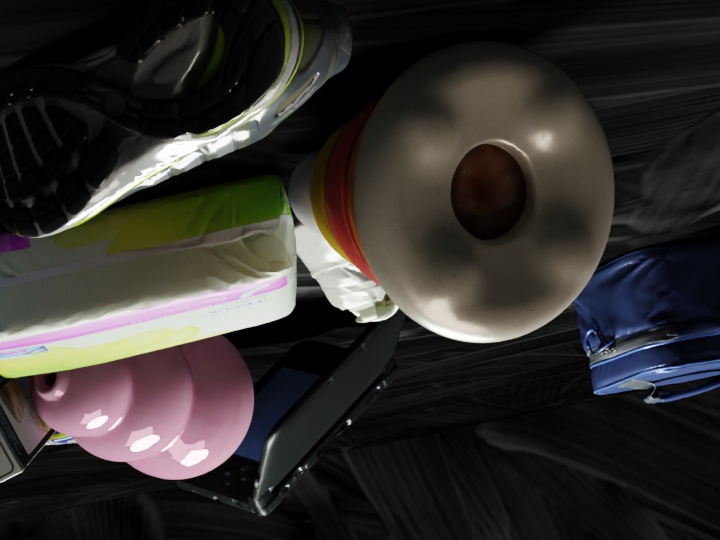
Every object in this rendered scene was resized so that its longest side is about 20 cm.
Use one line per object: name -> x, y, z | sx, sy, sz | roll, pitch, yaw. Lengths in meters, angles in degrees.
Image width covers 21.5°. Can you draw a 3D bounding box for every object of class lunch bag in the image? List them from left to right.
lunch bag -> 0.295, 0.051, 1.762 | 0.200, 0.132, 0.136 | -8, 169, -30

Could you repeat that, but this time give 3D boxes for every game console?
game console -> -0.061, 0.102, 1.642 | 0.176, 0.116, 0.200 | 12, -135, 40

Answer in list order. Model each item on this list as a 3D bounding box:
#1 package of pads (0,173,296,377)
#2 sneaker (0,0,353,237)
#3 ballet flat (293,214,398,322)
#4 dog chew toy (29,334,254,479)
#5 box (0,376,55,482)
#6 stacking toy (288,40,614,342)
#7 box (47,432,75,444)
package of pads -> -0.137, 0.008, 1.132 | 0.200, 0.068, 0.155 | -12, 170, -4
sneaker -> -0.083, -0.064, 0.796 | 0.200, 0.074, 0.081 | -19, 172, 38
ballet flat -> 0.000, 0.000, 1.279 | 0.069, 0.070, 0.200 | -14, 170, 7
dog chew toy -> -0.171, 0.093, 1.441 | 0.124, 0.125, 0.200 | -19, 161, 29
box -> -0.291, 0.125, 1.395 | 0.117, 0.060, 0.200 | -27, -174, 3
stacking toy -> 0.024, -0.041, 0.991 | 0.146, 0.146, 0.200 | -8, -174, -27
box -> -0.194, 0.104, 1.593 | 0.064, 0.070, 0.200 | -19, 169, 28
